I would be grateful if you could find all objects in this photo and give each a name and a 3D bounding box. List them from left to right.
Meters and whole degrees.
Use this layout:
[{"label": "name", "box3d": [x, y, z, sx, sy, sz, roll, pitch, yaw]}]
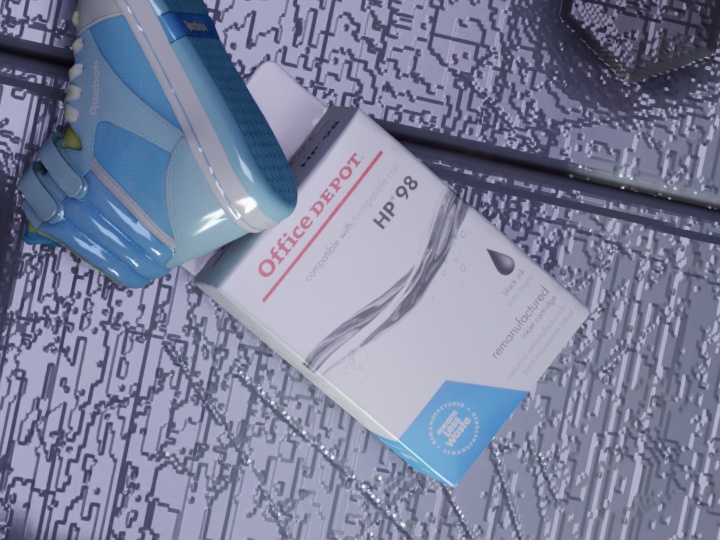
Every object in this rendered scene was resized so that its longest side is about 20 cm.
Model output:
[{"label": "sneaker", "box3d": [-0.129, -0.083, 1.239, 0.130, 0.079, 0.201, -32, 77, 16]}, {"label": "ink cartridge box", "box3d": [0.000, 0.000, 1.282, 0.200, 0.067, 0.116, 40, 85, -14]}]
